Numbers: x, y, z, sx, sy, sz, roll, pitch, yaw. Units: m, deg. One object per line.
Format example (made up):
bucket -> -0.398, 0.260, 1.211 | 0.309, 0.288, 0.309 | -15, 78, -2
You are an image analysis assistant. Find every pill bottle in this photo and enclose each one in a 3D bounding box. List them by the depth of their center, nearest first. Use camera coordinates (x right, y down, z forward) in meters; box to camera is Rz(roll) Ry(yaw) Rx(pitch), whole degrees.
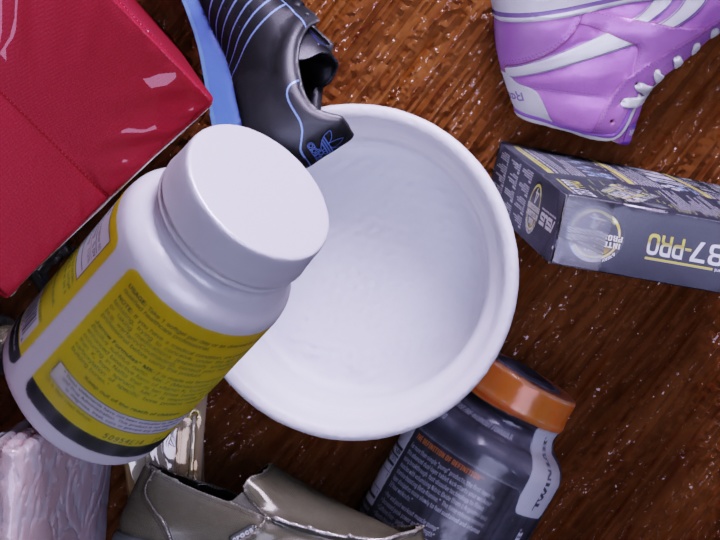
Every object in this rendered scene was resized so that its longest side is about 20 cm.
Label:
pill bottle -> -0.111, 0.014, 1.573 | 0.114, 0.115, 0.200 | 34, 128, -14
pill bottle -> 0.059, 0.150, 1.740 | 0.106, 0.106, 0.201 | 28, 98, -13

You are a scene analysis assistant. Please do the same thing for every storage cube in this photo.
storage cube -> -0.216, -0.124, 1.594 | 0.171, 0.200, 0.180 | -43, 112, 2

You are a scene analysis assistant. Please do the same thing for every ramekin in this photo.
ramekin -> 0.000, 0.000, 1.677 | 0.199, 0.098, 0.201 | 0, 92, 7

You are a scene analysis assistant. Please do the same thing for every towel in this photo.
towel -> -0.196, 0.176, 1.665 | 0.032, 0.200, 0.192 | 7, 100, 11

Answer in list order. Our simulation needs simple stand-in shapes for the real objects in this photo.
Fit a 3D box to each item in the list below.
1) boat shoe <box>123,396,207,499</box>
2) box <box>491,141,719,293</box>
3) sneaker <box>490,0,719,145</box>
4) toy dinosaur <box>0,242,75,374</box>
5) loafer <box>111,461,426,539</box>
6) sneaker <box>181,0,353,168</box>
boat shoe -> -0.108, 0.161, 1.734 | 0.069, 0.074, 0.201 | -8, 103, 0
box -> 0.174, -0.030, 1.667 | 0.160, 0.200, 0.049 | 12, 99, -11
sneaker -> 0.186, -0.141, 1.715 | 0.199, 0.073, 0.115 | -9, 108, 4
toy dinosaur -> -0.207, 0.034, 1.691 | 0.199, 0.047, 0.088 | -9, 69, -22
loafer -> -0.051, 0.153, 1.666 | 0.199, 0.075, 0.070 | 5, 88, 0
sneaker -> -0.059, -0.145, 1.629 | 0.078, 0.070, 0.201 | -19, 66, 8
